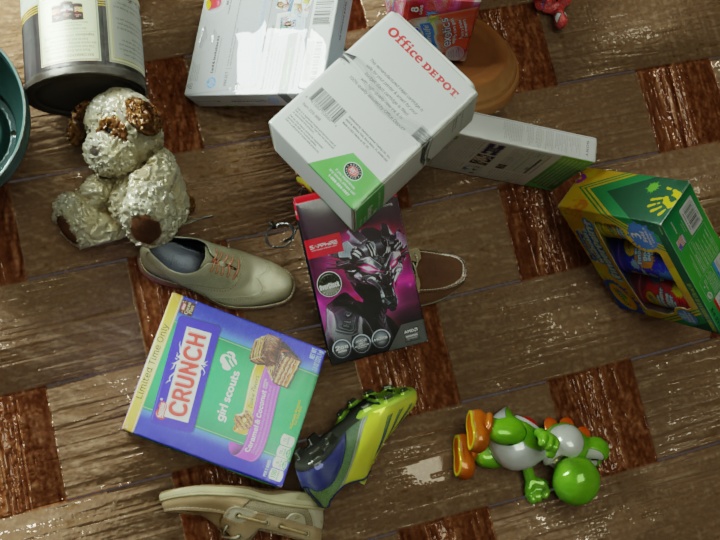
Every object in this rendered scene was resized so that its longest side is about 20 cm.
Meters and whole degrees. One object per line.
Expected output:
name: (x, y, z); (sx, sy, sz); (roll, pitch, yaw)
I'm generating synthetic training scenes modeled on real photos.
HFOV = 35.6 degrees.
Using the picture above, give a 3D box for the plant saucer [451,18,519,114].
plant saucer: (0.112, -0.276, 1.449); (0.196, 0.038, 0.203); (5, 50, -6)

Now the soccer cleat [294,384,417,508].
soccer cleat: (0.000, 0.208, 1.346); (0.199, 0.064, 0.085); (-34, 108, -38)

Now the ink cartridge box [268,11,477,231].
ink cartridge box: (0.016, -0.170, 1.277); (0.200, 0.084, 0.146); (-42, 77, -10)

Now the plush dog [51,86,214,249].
plush dog: (-0.267, -0.129, 1.314); (0.160, 0.198, 0.175); (-30, 113, -45)

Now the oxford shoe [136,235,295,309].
oxford shoe: (-0.172, 0.002, 1.353); (0.196, 0.074, 0.072); (10, 76, -11)

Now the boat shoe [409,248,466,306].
boat shoe: (0.043, 0.006, 1.403); (0.196, 0.072, 0.077); (-5, 80, -14)

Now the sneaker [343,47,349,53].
sneaker: (-0.032, -0.228, 1.404); (0.197, 0.070, 0.095); (19, 92, 28)

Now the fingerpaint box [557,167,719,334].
fingerpaint box: (0.362, -0.025, 1.393); (0.074, 0.166, 0.201); (-49, 124, -17)

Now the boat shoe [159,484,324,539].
boat shoe: (-0.137, 0.286, 1.304); (0.196, 0.071, 0.066); (7, 76, -13)

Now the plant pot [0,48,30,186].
plant pot: (-0.465, -0.166, 1.281); (0.196, 0.134, 0.204); (0, 85, -2)

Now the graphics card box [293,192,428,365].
graphics card box: (0.000, 0.000, 1.335); (0.123, 0.051, 0.204); (-13, 100, -5)

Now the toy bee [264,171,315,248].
toy bee: (-0.032, -0.122, 1.382); (0.129, 0.110, 0.201); (16, 49, 26)

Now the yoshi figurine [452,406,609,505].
yoshi figurine: (0.219, 0.238, 1.385); (0.196, 0.112, 0.114); (8, 93, -14)

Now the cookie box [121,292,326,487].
cookie box: (-0.162, 0.143, 1.326); (0.197, 0.075, 0.174); (21, 76, -7)

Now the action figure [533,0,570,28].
action figure: (0.260, -0.436, 1.534); (0.064, 0.099, 0.204); (-12, 84, -13)

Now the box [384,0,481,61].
box: (0.086, -0.370, 1.436); (0.098, 0.096, 0.202); (2, 49, -9)

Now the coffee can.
coffee can: (-0.334, -0.304, 1.342); (0.144, 0.146, 0.204); (-4, 79, -13)

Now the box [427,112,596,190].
box: (0.183, -0.152, 1.430); (0.196, 0.144, 0.037); (12, 77, -11)

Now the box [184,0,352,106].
box: (-0.114, -0.283, 1.387); (0.197, 0.041, 0.159); (3, 75, 25)
